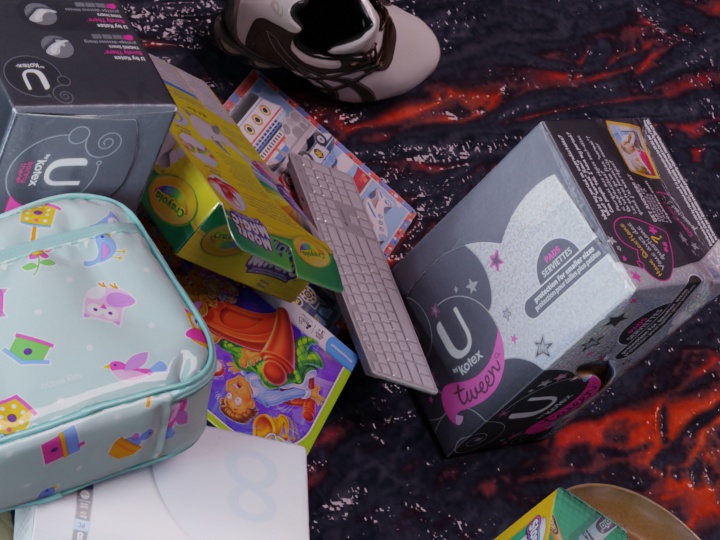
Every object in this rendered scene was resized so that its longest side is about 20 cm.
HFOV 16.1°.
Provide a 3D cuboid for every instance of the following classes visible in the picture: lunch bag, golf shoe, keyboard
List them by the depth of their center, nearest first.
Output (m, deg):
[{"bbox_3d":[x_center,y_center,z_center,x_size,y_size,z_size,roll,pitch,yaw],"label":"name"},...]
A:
[{"bbox_3d":[-0.189,0.042,1.356,0.199,0.077,0.161,-15,56,-26],"label":"lunch bag"},{"bbox_3d":[0.000,0.000,1.635,0.056,0.011,0.201,14,39,-34],"label":"keyboard"},{"bbox_3d":[-0.006,-0.155,1.736,0.199,0.094,0.078,5,91,-42],"label":"golf shoe"}]

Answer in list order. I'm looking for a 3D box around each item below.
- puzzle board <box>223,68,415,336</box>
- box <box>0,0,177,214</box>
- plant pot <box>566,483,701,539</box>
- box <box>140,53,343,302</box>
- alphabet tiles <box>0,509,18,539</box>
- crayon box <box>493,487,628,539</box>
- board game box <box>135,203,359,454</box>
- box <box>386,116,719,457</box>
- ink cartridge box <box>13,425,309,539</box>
[{"bbox_3d":[-0.050,-0.039,1.670,0.151,0.017,0.200,42,37,-6],"label":"puzzle board"},{"bbox_3d":[-0.202,-0.115,1.466,0.105,0.123,0.200,-3,46,-33],"label":"box"},{"bbox_3d":[0.180,0.231,1.640,0.199,0.027,0.201,26,43,-26],"label":"plant pot"},{"bbox_3d":[-0.096,-0.056,1.546,0.117,0.048,0.200,25,21,-50],"label":"box"},{"bbox_3d":[-0.195,0.137,1.381,0.166,0.006,0.200,46,37,-1],"label":"alphabet tiles"},{"bbox_3d":[0.089,0.236,1.471,0.058,0.119,0.201,34,39,-16],"label":"crayon box"},{"bbox_3d":[-0.107,0.039,1.522,0.200,0.045,0.135,40,38,-9],"label":"board game box"},{"bbox_3d":[0.119,0.012,1.635,0.114,0.200,0.133,-6,61,-44],"label":"box"},{"bbox_3d":[-0.106,0.169,1.370,0.159,0.047,0.201,14,45,-20],"label":"ink cartridge box"}]
